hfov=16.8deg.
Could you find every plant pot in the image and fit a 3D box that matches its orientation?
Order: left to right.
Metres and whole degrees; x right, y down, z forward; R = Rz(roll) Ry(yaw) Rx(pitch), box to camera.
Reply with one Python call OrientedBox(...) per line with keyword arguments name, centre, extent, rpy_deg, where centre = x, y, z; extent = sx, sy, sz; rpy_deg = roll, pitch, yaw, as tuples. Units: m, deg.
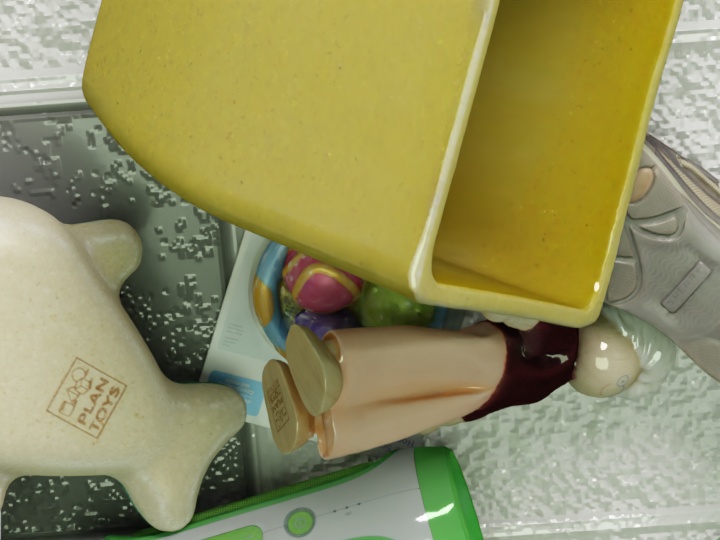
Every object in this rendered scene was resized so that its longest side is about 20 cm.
OrientedBox(name="plant pot", centre=(0.002, -0.100, 1.020), extent=(0.200, 0.194, 0.196), rpy_deg=(17, 93, 26))

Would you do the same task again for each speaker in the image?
OrientedBox(name="speaker", centre=(-0.041, 0.148, 1.187), extent=(0.199, 0.088, 0.089), rpy_deg=(-17, 110, 6))

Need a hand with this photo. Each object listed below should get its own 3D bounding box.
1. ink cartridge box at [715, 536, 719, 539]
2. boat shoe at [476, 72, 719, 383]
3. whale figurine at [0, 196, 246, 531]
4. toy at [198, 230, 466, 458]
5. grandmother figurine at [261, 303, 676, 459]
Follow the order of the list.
OrientedBox(name="ink cartridge box", centre=(0.241, 0.211, 1.151), extent=(0.084, 0.200, 0.146), rpy_deg=(-30, 108, 10))
OrientedBox(name="boat shoe", centre=(0.133, -0.020, 1.132), extent=(0.200, 0.073, 0.074), rpy_deg=(42, 111, -9))
OrientedBox(name="whale figurine", centre=(-0.153, 0.046, 1.146), extent=(0.200, 0.104, 0.159), rpy_deg=(30, 84, -27))
OrientedBox(name="toy", centre=(0.000, 0.000, 1.150), extent=(0.115, 0.047, 0.200), rpy_deg=(16, 110, -6))
OrientedBox(name="grandmother figurine", centre=(0.056, 0.047, 1.133), extent=(0.199, 0.121, 0.061), rpy_deg=(-7, 73, -25))
